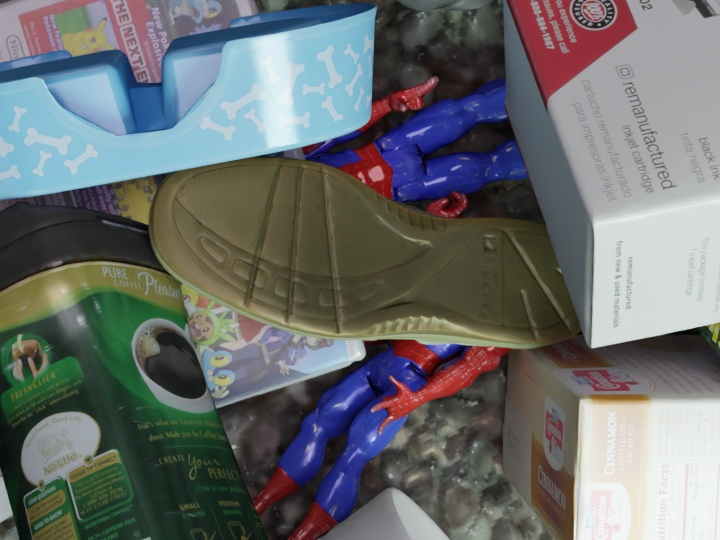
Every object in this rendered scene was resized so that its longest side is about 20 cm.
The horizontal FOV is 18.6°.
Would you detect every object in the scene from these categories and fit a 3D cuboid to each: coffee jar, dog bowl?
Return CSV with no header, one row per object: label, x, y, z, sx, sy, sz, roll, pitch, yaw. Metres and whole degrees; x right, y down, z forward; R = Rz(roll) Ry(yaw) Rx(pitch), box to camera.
coffee jar,-0.102,0.071,0.893,0.085,0.104,0.201,-28,71,21
dog bowl,-0.087,-0.070,0.918,0.199,0.112,0.050,-11,101,0

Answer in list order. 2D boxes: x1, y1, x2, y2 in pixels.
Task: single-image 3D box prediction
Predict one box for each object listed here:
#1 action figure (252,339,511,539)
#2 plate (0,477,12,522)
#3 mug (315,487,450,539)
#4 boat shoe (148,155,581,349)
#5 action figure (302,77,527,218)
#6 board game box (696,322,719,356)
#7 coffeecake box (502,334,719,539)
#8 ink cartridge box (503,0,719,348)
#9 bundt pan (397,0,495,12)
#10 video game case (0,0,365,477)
action figure,0.011,0.055,1.013,0.200,0.065,0.052,-44,130,-9
plate,-0.165,0.001,1.009,0.199,0.032,0.200,-29,90,-9
mug,-0.005,0.219,0.936,0.175,0.200,0.148,-37,127,5
boat shoe,0.001,-0.002,0.948,0.199,0.063,0.074,7,80,-20
action figure,0.026,-0.052,1.024,0.199,0.052,0.066,-20,94,-6
board game box,0.181,-0.005,0.956,0.104,0.200,0.024,-11,132,-21
coffeecake box,0.176,0.075,0.983,0.199,0.154,0.074,0,99,-7
ink cartridge box,0.171,-0.065,0.905,0.199,0.083,0.147,-12,51,-5
bundt pan,-0.005,-0.171,0.966,0.201,0.202,0.076,18,106,-6
video game case,-0.113,-0.029,0.979,0.181,0.023,0.201,-18,88,0
